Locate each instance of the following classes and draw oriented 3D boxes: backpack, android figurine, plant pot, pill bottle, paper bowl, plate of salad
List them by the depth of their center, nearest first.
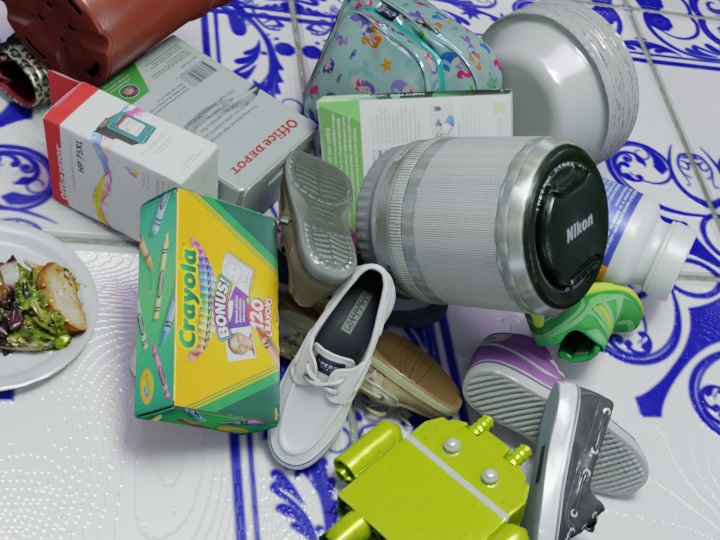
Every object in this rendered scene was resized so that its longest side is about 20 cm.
[{"bbox_3d":[0.065,0.203,1.031,0.200,0.041,0.182,-35,56,-26],"label":"android figurine"},{"bbox_3d":[-0.340,0.022,1.072,0.200,0.048,0.200,9,49,-11],"label":"plate of salad"},{"bbox_3d":[-0.253,-0.305,1.211,0.201,0.201,0.195,33,58,10],"label":"plant pot"},{"bbox_3d":[0.252,-0.044,1.265,0.200,0.112,0.112,25,47,14],"label":"pill bottle"},{"bbox_3d":[0.048,-0.204,1.297,0.200,0.178,0.151,33,32,6],"label":"backpack"},{"bbox_3d":[0.206,-0.198,1.335,0.104,0.201,0.201,-30,65,-36],"label":"paper bowl"}]

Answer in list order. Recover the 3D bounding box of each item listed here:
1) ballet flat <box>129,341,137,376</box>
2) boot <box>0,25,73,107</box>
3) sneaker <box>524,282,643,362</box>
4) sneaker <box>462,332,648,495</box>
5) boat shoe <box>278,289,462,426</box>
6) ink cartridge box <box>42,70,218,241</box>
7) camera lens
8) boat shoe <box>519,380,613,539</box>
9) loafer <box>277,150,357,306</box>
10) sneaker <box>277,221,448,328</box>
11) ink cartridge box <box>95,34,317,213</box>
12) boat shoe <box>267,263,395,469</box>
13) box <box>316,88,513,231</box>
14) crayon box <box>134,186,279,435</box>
[{"bbox_3d":[-0.155,0.024,1.119,0.069,0.069,0.200,26,47,4],"label":"ballet flat"},{"bbox_3d":[-0.353,-0.270,1.293,0.204,0.074,0.154,45,49,14],"label":"boot"},{"bbox_3d":[0.223,0.053,1.196,0.200,0.074,0.084,7,76,-49],"label":"sneaker"},{"bbox_3d":[0.199,0.128,1.145,0.200,0.073,0.114,37,29,-2],"label":"sneaker"},{"bbox_3d":[0.003,0.090,1.127,0.200,0.063,0.073,31,22,6],"label":"boat shoe"},{"bbox_3d":[-0.240,-0.104,1.157,0.200,0.116,0.067,25,51,14],"label":"ink cartridge box"},{"bbox_3d":[0.116,-0.044,1.088,0.200,0.160,0.160,6,35,40],"label":"camera lens"},{"bbox_3d":[0.185,0.200,1.042,0.066,0.070,0.200,14,71,-3],"label":"boat shoe"},{"bbox_3d":[-0.051,-0.041,1.099,0.075,0.070,0.200,23,32,-19],"label":"loafer"},{"bbox_3d":[0.000,0.000,1.178,0.200,0.082,0.070,13,45,-8],"label":"sneaker"},{"bbox_3d":[-0.168,-0.141,1.243,0.200,0.083,0.147,33,48,12],"label":"ink cartridge box"},{"bbox_3d":[-0.030,0.082,1.051,0.074,0.065,0.200,21,82,5],"label":"boat shoe"},{"bbox_3d":[0.059,-0.111,1.217,0.200,0.145,0.036,-1,16,7],"label":"box"},{"bbox_3d":[-0.135,0.038,1.047,0.119,0.058,0.200,17,63,-43],"label":"crayon box"}]
